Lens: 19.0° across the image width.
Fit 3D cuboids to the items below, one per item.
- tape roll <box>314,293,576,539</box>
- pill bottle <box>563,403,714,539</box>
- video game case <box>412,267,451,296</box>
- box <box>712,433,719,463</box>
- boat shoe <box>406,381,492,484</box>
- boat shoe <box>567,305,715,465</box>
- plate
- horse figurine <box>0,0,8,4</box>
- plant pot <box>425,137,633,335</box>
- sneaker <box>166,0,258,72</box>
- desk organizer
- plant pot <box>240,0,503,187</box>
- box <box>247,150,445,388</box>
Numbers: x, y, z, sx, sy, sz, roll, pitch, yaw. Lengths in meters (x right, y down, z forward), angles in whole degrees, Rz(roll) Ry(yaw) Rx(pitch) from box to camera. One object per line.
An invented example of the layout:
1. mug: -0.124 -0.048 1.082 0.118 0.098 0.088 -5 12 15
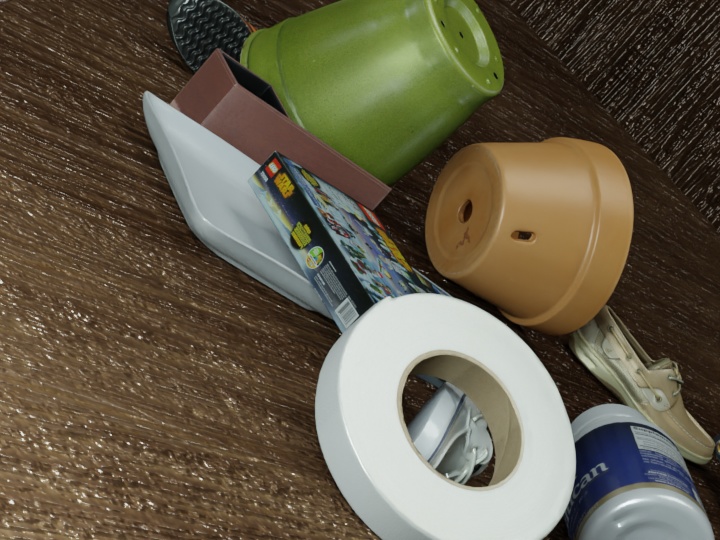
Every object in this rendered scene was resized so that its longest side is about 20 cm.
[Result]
1. tape roll: 0.061 0.111 1.511 0.202 0.037 0.204 17 55 -26
2. pill bottle: 0.219 0.188 1.768 0.111 0.111 0.200 39 15 -16
3. video game case: 0.084 0.065 1.940 0.200 0.023 0.182 35 17 -25
4. box: 0.467 0.276 2.270 0.200 0.050 0.199 45 10 -24
5. boat shoe: 0.067 0.131 1.619 0.066 0.072 0.200 41 7 3
6. boat shoe: 0.311 0.124 2.293 0.200 0.065 0.071 44 14 0
7. plate: -0.091 -0.042 1.755 0.200 0.032 0.200 32 17 -36
8. horse figurine: -0.344 -0.232 1.530 0.199 0.050 0.133 30 0 -15
9. plant pot: 0.159 -0.047 2.157 0.139 0.201 0.200 14 28 -31
10. sneaker: -0.127 -0.215 2.103 0.200 0.070 0.090 37 8 -38
11. desk organizer: -0.072 -0.105 1.893 0.200 0.077 0.072 33 17 -35
12. plant pot: 0.023 -0.181 2.012 0.200 0.192 0.201 42 32 -35
13. box: 0.000 0.000 1.739 0.137 0.040 0.200 31 19 -46
